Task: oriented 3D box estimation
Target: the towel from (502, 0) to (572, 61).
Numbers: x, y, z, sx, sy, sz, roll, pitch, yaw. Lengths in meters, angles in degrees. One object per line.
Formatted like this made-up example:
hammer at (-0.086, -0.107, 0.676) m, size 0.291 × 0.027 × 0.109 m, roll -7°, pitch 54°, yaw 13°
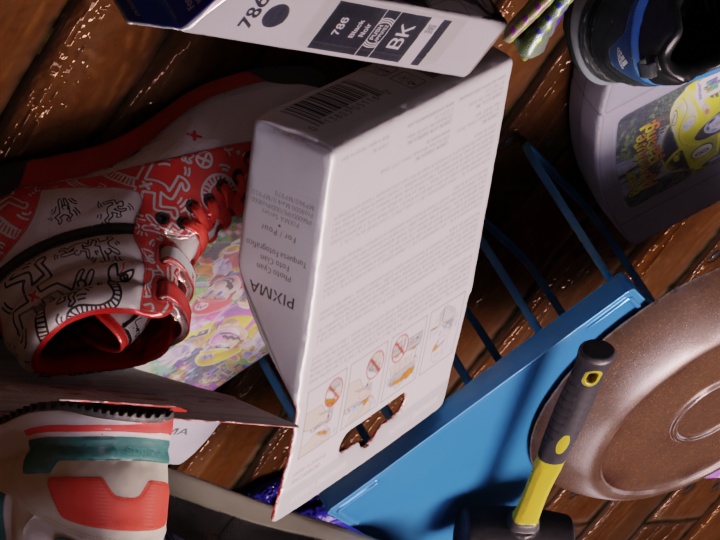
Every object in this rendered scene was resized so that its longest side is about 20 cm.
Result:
towel at (0.135, -0.170, 1.185) m, size 0.144 × 0.023 × 0.200 m, roll -45°, pitch -177°, yaw 26°

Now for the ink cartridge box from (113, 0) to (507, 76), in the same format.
ink cartridge box at (-0.034, -0.137, 1.102) m, size 0.199 × 0.100 × 0.039 m, roll 2°, pitch 136°, yaw -46°

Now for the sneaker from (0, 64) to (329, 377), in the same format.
sneaker at (-0.086, -0.018, 1.221) m, size 0.201 × 0.108 × 0.067 m, roll -21°, pitch 149°, yaw -18°

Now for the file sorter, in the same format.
file sorter at (0.063, 0.046, 1.438) m, size 0.200 × 0.123 × 0.139 m, roll -37°, pitch 150°, yaw 9°

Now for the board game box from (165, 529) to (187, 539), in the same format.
board game box at (-0.087, 0.236, 1.336) m, size 0.200 × 0.057 × 0.165 m, roll 35°, pitch 99°, yaw -37°

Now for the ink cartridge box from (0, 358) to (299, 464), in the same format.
ink cartridge box at (-0.142, 0.073, 1.217) m, size 0.159 × 0.200 × 0.048 m, roll 5°, pitch 94°, yaw -29°

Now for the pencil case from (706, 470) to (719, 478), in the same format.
pencil case at (0.185, 0.096, 1.672) m, size 0.199 × 0.084 × 0.085 m, roll 6°, pitch 157°, yaw -45°

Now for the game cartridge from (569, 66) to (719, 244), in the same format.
game cartridge at (0.179, -0.091, 1.428) m, size 0.133 × 0.041 × 0.200 m, roll -25°, pitch 150°, yaw -3°

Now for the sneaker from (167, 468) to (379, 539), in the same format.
sneaker at (-0.046, 0.185, 1.412) m, size 0.199 × 0.107 × 0.075 m, roll 19°, pitch 170°, yaw -5°

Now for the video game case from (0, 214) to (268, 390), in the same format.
video game case at (-0.090, 0.023, 1.360) m, size 0.200 × 0.018 × 0.143 m, roll -34°, pitch 151°, yaw 11°

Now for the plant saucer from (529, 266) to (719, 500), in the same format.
plant saucer at (0.186, 0.066, 1.428) m, size 0.199 × 0.032 × 0.201 m, roll -24°, pitch 149°, yaw -15°

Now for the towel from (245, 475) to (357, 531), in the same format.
towel at (-0.020, 0.189, 1.648) m, size 0.147 × 0.050 × 0.200 m, roll -19°, pitch 148°, yaw -22°

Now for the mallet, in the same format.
mallet at (0.089, 0.101, 1.371) m, size 0.065 × 0.041 × 0.200 m, roll 0°, pitch 141°, yaw -5°

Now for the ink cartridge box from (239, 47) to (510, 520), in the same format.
ink cartridge box at (0.000, 0.000, 1.260) m, size 0.160 × 0.047 × 0.201 m, roll -31°, pitch 138°, yaw -51°

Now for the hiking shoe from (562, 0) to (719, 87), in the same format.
hiking shoe at (0.200, -0.141, 1.287) m, size 0.200 × 0.087 × 0.075 m, roll -33°, pitch 119°, yaw -16°

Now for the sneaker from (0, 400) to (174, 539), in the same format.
sneaker at (-0.137, 0.113, 1.120) m, size 0.070 × 0.094 × 0.200 m, roll 5°, pitch 166°, yaw -28°
